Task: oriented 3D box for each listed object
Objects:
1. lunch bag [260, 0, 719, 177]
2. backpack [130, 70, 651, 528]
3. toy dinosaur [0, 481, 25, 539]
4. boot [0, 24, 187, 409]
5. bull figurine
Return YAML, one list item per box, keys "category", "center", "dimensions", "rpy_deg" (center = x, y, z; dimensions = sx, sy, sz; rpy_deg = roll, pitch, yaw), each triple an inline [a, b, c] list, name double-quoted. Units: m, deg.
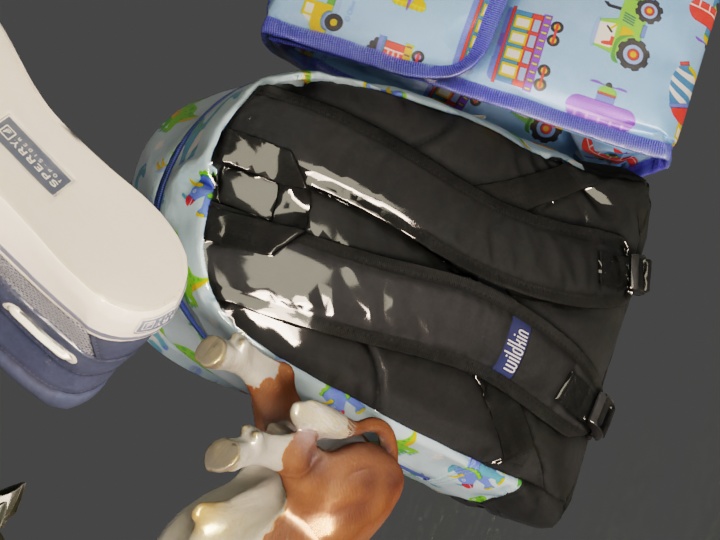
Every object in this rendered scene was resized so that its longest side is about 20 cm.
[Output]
- category: "lunch bag"
  center: [0.054, -0.137, 0.994]
  dimensions: [0.200, 0.094, 0.151]
  rpy_deg: [20, 74, -6]
- category: "backpack"
  center: [0.000, 0.000, 0.920]
  dimensions: [0.200, 0.154, 0.163]
  rpy_deg: [23, 78, -40]
- category: "toy dinosaur"
  center: [-0.152, 0.147, 0.854]
  dimensions: [0.200, 0.102, 0.136]
  rpy_deg: [-28, 111, -45]
- category: "boot"
  center: [-0.157, -0.036, 0.864]
  dimensions: [0.200, 0.090, 0.073]
  rpy_deg: [50, 47, 6]
- category: "bull figurine"
  center: [-0.062, 0.122, 0.831]
  dimensions: [0.200, 0.065, 0.121]
  rpy_deg: [-53, 138, -16]
